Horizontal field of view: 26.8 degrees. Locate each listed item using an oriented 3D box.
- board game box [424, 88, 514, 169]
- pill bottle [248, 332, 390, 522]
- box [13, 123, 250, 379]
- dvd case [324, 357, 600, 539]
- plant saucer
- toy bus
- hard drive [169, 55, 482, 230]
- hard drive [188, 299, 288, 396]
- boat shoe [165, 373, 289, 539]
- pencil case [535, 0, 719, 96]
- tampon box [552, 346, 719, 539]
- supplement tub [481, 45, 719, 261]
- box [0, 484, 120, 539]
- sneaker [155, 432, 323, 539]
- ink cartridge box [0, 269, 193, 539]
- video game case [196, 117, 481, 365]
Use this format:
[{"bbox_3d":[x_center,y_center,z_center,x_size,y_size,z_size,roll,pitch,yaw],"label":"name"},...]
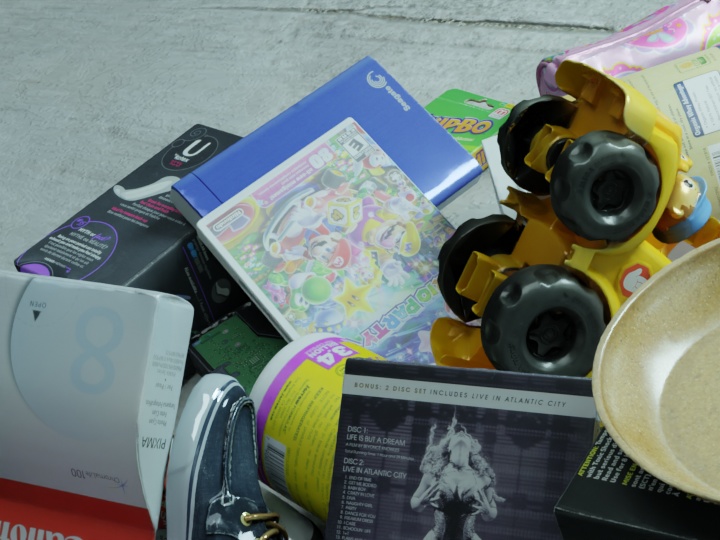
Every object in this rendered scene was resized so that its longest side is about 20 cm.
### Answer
[{"bbox_3d":[0.042,-0.082,1.238,0.200,0.030,0.095,-41,39,-22],"label":"board game box"},{"bbox_3d":[0.029,0.117,0.890,0.199,0.105,0.104,25,54,37],"label":"pill bottle"},{"bbox_3d":[-0.144,-0.008,1.165,0.122,0.107,0.200,21,51,42],"label":"box"},{"bbox_3d":[0.048,0.152,0.800,0.147,0.016,0.203,3,82,26],"label":"dvd case"},{"bbox_3d":[0.206,0.047,0.688,0.198,0.036,0.201,-14,33,10],"label":"plant saucer"},{"bbox_3d":[0.161,0.001,0.901,0.190,0.202,0.136,20,12,-16],"label":"toy bus"},{"bbox_3d":[-0.023,-0.064,1.119,0.199,0.025,0.132,-36,73,-27],"label":"hard drive"},{"bbox_3d":[-0.014,0.041,1.088,0.199,0.038,0.140,-32,35,-16],"label":"hard drive"},{"bbox_3d":[-0.061,0.162,0.861,0.090,0.071,0.203,1,79,20],"label":"boat shoe"},{"bbox_3d":[0.240,-0.172,1.203,0.198,0.088,0.088,-27,34,-6],"label":"pencil case"},{"bbox_3d":[0.219,0.141,0.720,0.198,0.151,0.126,9,43,36],"label":"tampon box"},{"bbox_3d":[0.192,-0.060,1.018,0.198,0.145,0.145,-17,34,5],"label":"supplement tub"},{"bbox_3d":[-0.188,0.149,0.915,0.121,0.048,0.203,-6,80,23],"label":"box"},{"bbox_3d":[-0.120,0.132,0.956,0.200,0.109,0.067,11,44,38],"label":"sneaker"},{"bbox_3d":[-0.189,0.104,0.869,0.158,0.047,0.203,7,83,24],"label":"ink cartridge box"},{"bbox_3d":[0.000,0.000,1.042,0.143,0.018,0.200,-35,68,-17],"label":"video game case"}]
